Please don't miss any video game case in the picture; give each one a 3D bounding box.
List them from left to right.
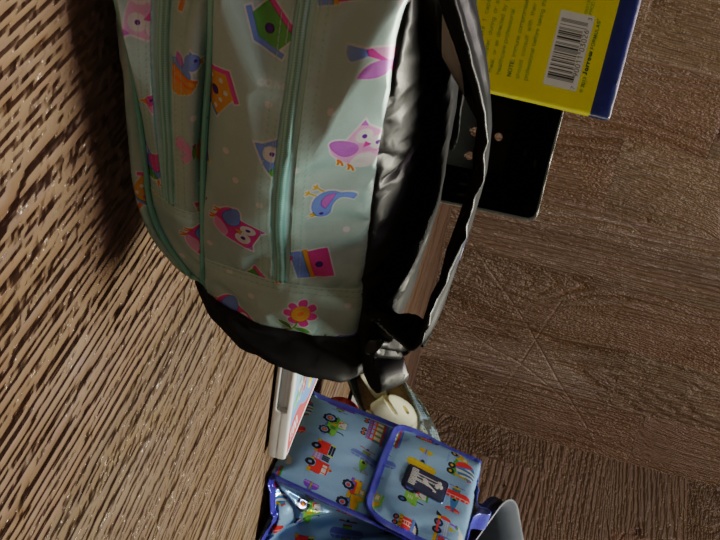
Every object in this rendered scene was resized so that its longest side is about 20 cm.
[{"bbox_3d":[-0.041,0.037,0.907,0.143,0.017,0.201,-68,170,-55],"label":"video game case"}]

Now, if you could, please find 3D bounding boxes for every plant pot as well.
[{"bbox_3d":[0.197,-0.213,1.774,0.178,0.198,0.201,-102,-157,-75],"label":"plant pot"}]

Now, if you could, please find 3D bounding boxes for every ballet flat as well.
[{"bbox_3d":[0.020,0.132,1.130,0.075,0.074,0.201,97,-30,-48],"label":"ballet flat"}]

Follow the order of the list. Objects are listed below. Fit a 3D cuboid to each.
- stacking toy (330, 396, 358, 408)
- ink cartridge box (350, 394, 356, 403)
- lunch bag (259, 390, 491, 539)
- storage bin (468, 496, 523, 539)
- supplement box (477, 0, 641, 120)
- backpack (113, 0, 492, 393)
[{"bbox_3d":[-0.024,0.213,1.219,0.201,0.085,0.086,86,18,-50],"label":"stacking toy"},{"bbox_3d":[-0.007,0.245,1.537,0.094,0.044,0.202,87,17,-74],"label":"ink cartridge box"},{"bbox_3d":[0.022,0.212,1.015,0.151,0.198,0.095,-64,167,-63],"label":"lunch bag"},{"bbox_3d":[0.086,0.305,1.107,0.146,0.134,0.201,-44,134,-37],"label":"storage bin"},{"bbox_3d":[0.095,-0.187,0.791,0.109,0.198,0.110,-54,157,-75],"label":"supplement box"},{"bbox_3d":[-0.018,-0.074,0.395,0.201,0.125,0.168,94,0,-51],"label":"backpack"}]
